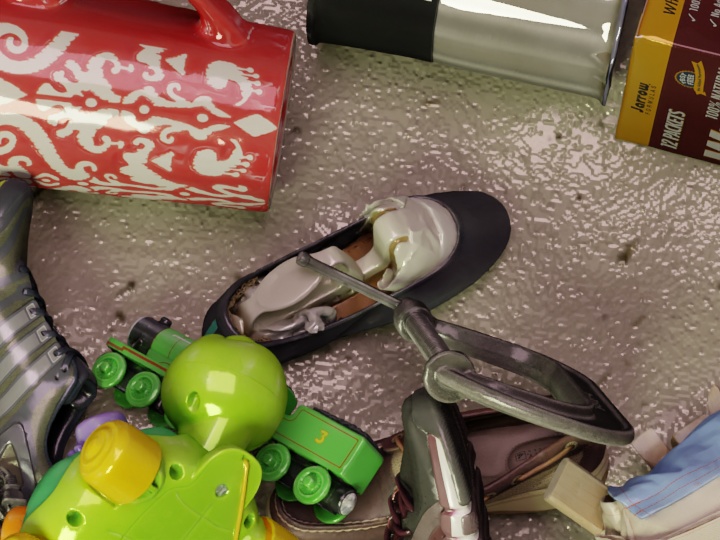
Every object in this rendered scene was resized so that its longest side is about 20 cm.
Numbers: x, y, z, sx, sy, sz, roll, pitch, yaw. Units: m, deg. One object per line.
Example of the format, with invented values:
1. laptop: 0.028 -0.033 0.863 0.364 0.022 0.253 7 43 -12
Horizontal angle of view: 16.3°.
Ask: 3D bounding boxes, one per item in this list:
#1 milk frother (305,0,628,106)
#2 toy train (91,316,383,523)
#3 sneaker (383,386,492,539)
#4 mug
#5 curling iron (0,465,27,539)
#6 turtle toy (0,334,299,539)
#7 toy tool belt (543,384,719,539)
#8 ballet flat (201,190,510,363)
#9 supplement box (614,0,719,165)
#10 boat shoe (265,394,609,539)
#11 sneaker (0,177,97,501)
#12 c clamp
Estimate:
1. milk frother: 0.076 -0.220 1.488 0.188 0.200 0.181 12 64 4
2. toy train: -0.071 0.079 1.411 0.200 0.042 0.056 27 77 34
3. sneaker: 0.014 0.162 1.349 0.115 0.076 0.201 -9 111 7
4. mug: -0.141 -0.112 1.460 0.199 0.178 0.134 10 61 -1
5. curling iron: -0.193 0.203 1.352 0.025 0.050 0.201 1 76 -25
6. turtle toy: -0.107 0.124 1.328 0.200 0.146 0.101 -50 32 2
7. toy tool belt: 0.210 0.108 1.391 0.200 0.125 0.123 -35 80 -14
8. ballet flat: 0.000 0.000 1.464 0.200 0.073 0.073 -25 69 -10
9. supplement box: 0.276 -0.165 1.498 0.199 0.133 0.198 15 68 6
10. boat shoe: 0.044 0.108 1.409 0.199 0.072 0.072 -10 54 -5
11. sneaker: -0.190 0.046 1.432 0.081 0.074 0.201 -2 81 8
12. c clamp: 0.059 0.050 1.352 0.170 0.200 0.027 21 98 -17
